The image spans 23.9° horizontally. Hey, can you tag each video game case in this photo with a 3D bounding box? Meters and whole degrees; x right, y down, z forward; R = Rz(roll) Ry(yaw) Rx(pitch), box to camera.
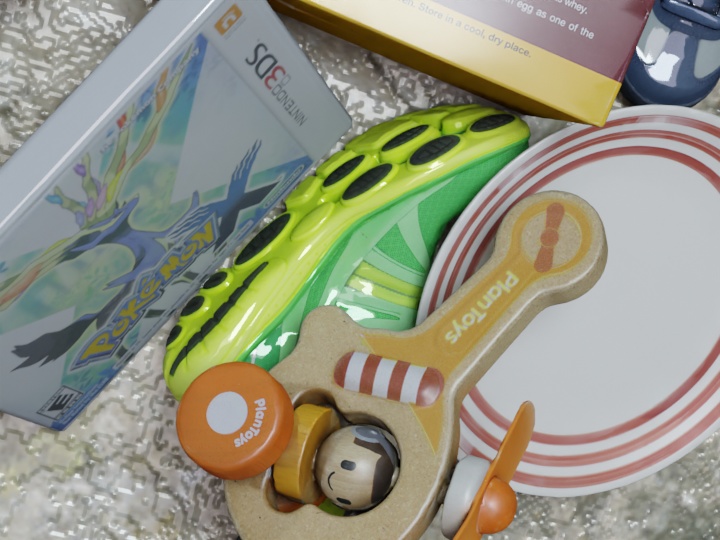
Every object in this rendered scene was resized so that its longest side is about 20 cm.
[{"bbox_3d":[-0.096,-0.022,0.706,0.200,0.182,0.022,-46,72,0],"label":"video game case"}]

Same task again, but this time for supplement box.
[{"bbox_3d":[0.038,-0.191,0.722,0.197,0.133,0.201,21,94,-10],"label":"supplement box"}]

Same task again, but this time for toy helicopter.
[{"bbox_3d":[0.032,0.050,0.699,0.200,0.079,0.132,-45,61,-5],"label":"toy helicopter"}]

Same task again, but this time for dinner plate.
[{"bbox_3d":[0.114,0.015,0.790,0.199,0.024,0.201,-9,119,-17],"label":"dinner plate"}]

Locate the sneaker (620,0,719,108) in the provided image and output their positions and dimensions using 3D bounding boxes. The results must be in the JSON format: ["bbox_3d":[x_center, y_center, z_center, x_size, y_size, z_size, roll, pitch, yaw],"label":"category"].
[{"bbox_3d":[0.163,-0.168,0.769,0.070,0.082,0.201,12,95,-10],"label":"sneaker"}]

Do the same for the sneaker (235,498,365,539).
[{"bbox_3d":[-0.011,0.159,0.737,0.081,0.200,0.074,-39,116,12],"label":"sneaker"}]

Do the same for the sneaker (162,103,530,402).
[{"bbox_3d":[0.000,0.000,0.779,0.200,0.074,0.084,-42,118,1],"label":"sneaker"}]
